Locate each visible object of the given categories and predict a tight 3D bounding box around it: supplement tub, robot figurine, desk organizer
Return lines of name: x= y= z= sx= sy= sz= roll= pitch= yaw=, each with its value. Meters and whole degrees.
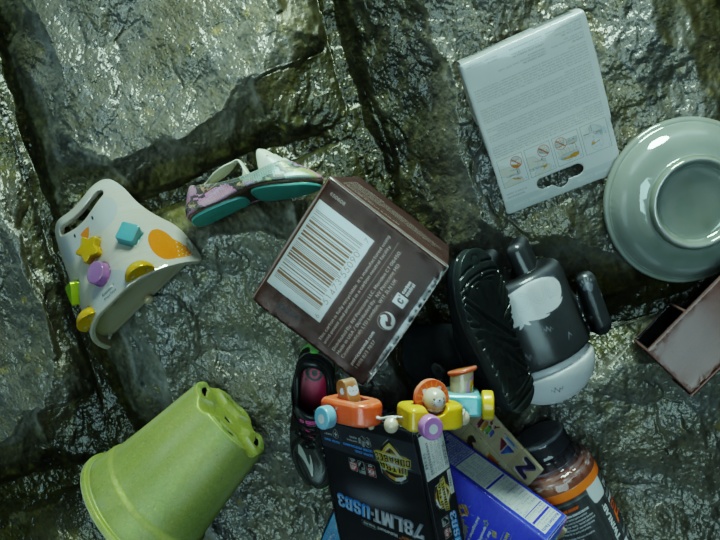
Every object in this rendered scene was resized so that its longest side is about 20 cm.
supplement tub: x=0.271 y=0.300 z=0.824 sx=0.105 sy=0.107 sz=0.203 roll=-26 pitch=94 yaw=11
robot figurine: x=0.211 y=0.064 z=0.795 sx=0.123 sy=0.149 sz=0.204 roll=-26 pitch=93 yaw=-30
desk organizer: x=0.439 y=0.047 z=0.784 sx=0.077 sy=0.072 sz=0.201 roll=41 pitch=101 yaw=4

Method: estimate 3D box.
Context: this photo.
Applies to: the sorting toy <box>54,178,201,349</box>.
sorting toy: x=-0.355 y=-0.025 z=0.894 sx=0.199 sy=0.107 sz=0.181 roll=-40 pitch=71 yaw=12

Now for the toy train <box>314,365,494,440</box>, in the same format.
toy train: x=0.054 y=0.130 z=0.679 sx=0.148 sy=0.197 sz=0.057 roll=1 pitch=91 yaw=46

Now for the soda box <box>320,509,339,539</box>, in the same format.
soda box: x=0.009 y=0.307 z=0.886 sx=0.067 sy=0.064 sz=0.204 roll=24 pitch=101 yaw=4

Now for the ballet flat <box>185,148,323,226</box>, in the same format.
ballet flat: x=-0.148 y=-0.119 z=0.858 sx=0.195 sy=0.069 sz=0.073 roll=-16 pitch=76 yaw=11

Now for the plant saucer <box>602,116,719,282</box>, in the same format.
plant saucer: x=0.400 y=-0.083 z=0.778 sx=0.194 sy=0.050 sz=0.206 roll=1 pitch=100 yaw=6

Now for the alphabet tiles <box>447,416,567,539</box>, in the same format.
alphabet tiles: x=0.162 y=0.281 z=0.826 sx=0.200 sy=0.007 sz=0.169 roll=47 pitch=122 yaw=23

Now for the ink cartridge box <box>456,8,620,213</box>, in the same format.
ink cartridge box: x=0.227 y=-0.196 z=0.807 sx=0.159 sy=0.050 sz=0.203 roll=-20 pitch=112 yaw=10

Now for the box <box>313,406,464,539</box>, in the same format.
box: x=0.033 y=0.265 z=0.763 sx=0.198 sy=0.049 sz=0.204 roll=-3 pitch=99 yaw=52

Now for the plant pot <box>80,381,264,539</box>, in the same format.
plant pot: x=-0.235 y=0.263 z=0.866 sx=0.184 sy=0.200 sz=0.201 roll=-44 pitch=90 yaw=0

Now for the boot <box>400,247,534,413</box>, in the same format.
boot: x=0.105 y=0.076 z=0.767 sx=0.166 sy=0.076 sz=0.204 roll=-3 pitch=115 yaw=51

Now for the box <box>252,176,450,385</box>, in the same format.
box: x=0.000 y=0.000 z=0.777 sx=0.163 sy=0.200 sz=0.168 roll=35 pitch=102 yaw=3

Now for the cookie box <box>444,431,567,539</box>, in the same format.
cookie box: x=0.132 y=0.325 z=0.804 sx=0.198 sy=0.074 sz=0.175 roll=31 pitch=115 yaw=31

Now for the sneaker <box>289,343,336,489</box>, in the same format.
sneaker: x=-0.069 y=0.203 z=0.873 sx=0.075 sy=0.084 sz=0.206 roll=-2 pitch=97 yaw=9
